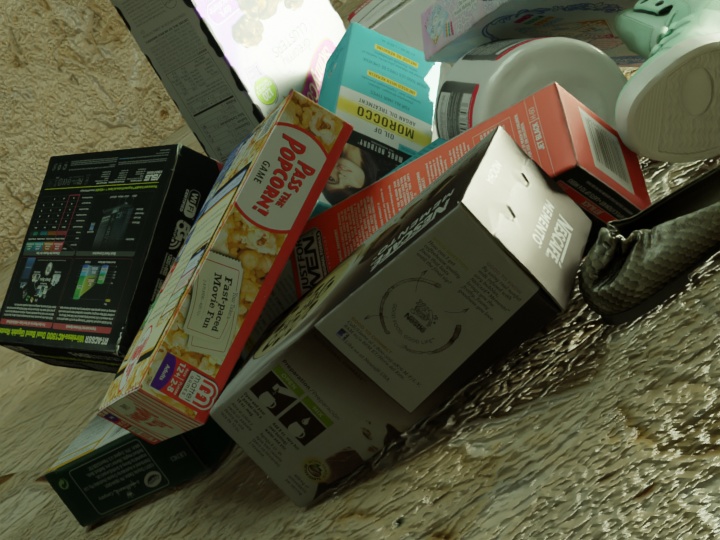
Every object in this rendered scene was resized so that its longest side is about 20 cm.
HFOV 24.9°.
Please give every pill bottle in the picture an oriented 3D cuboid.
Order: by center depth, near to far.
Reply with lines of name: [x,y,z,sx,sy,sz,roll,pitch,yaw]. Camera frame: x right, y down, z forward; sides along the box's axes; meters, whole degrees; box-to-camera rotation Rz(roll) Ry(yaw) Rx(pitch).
pill bottle: [0.113,-0.107,1.144,0.110,0.111,0.200,-35,11,-3]

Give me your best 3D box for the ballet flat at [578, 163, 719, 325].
ballet flat: [0.196,-0.046,0.860,0.199,0.047,0.067,-36,13,-3]

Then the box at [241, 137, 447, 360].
box: [0.000,0.000,1.109,0.199,0.083,0.049,-35,13,-4]

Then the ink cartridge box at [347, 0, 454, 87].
ink cartridge box: [0.061,-0.187,1.485,0.083,0.147,0.200,-34,12,6]

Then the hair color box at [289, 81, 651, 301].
hair color box: [0.064,-0.026,0.982,0.199,0.101,0.062,-28,57,28]

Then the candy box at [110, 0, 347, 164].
candy box: [-0.083,-0.175,1.303,0.071,0.201,0.168,-21,18,36]

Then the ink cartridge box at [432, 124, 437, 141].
ink cartridge box: [-0.033,-0.050,1.366,0.199,0.086,0.148,-20,20,43]

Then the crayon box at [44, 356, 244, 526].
crayon box: [-0.124,0.090,1.167,0.125,0.052,0.200,-27,16,32]

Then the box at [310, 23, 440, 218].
box: [0.007,-0.092,1.226,0.049,0.082,0.201,126,160,-45]

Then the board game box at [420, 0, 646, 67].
board game box: [0.173,-0.196,1.182,0.198,0.044,0.199,-2,-10,-22]

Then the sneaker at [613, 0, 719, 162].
sneaker: [0.195,-0.128,1.035,0.118,0.074,0.200,13,35,43]

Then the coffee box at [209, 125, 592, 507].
coffee box: [0.023,0.026,0.892,0.200,0.080,0.113,-40,9,29]

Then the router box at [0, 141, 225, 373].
router box: [-0.176,-0.006,1.163,0.199,0.062,0.151,1,71,53]

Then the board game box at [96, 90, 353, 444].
board game box: [-0.086,0.003,0.997,0.201,0.046,0.151,-64,12,-17]
